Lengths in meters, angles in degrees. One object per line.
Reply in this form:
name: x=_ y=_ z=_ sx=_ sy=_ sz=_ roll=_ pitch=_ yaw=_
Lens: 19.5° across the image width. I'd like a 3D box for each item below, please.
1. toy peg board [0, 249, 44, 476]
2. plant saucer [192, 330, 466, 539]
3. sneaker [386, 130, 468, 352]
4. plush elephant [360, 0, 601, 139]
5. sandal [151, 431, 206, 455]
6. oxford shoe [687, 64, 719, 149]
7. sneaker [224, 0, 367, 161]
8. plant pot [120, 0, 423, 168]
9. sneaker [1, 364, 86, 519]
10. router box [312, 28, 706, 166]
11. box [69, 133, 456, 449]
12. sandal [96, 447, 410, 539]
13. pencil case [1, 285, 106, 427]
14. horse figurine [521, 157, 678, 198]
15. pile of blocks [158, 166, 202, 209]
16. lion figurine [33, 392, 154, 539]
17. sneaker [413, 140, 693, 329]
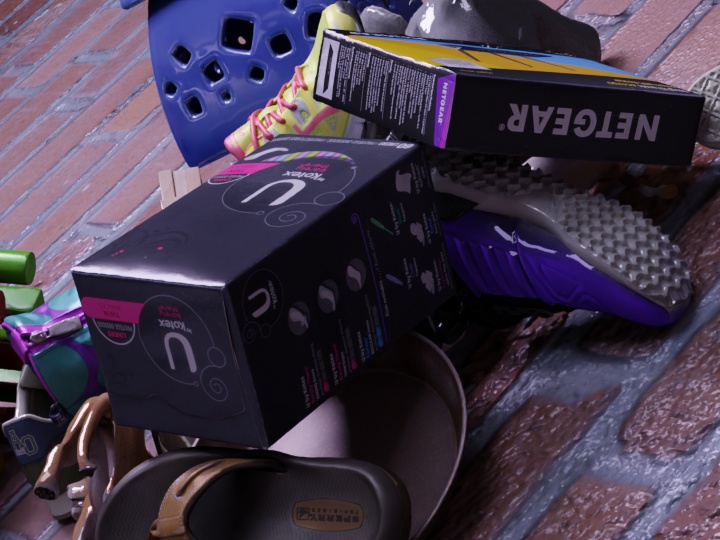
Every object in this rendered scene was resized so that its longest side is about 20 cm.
toy peg board: x=-0.299 y=0.085 z=1.556 sx=0.098 sy=0.200 sz=0.199 roll=4 pitch=44 yaw=9
plant saucer: x=-0.019 y=0.122 z=1.240 sx=0.200 sy=0.034 sz=0.201 roll=-20 pitch=46 yaw=22
sneaker: x=0.034 y=-0.020 z=1.388 sx=0.079 sy=0.074 sz=0.201 roll=126 pitch=158 yaw=-53
plush elephant: x=0.058 y=-0.138 z=1.540 sx=0.155 sy=0.200 sz=0.165 roll=-41 pitch=24 yaw=35
sandal: x=-0.105 y=0.117 z=1.387 sx=0.054 sy=0.082 sz=0.200 roll=-15 pitch=14 yaw=-10
oxford shoe: x=0.300 y=-0.126 z=1.314 sx=0.200 sy=0.075 sz=0.058 roll=-21 pitch=-18 yaw=24
sneaker: x=-0.047 y=-0.096 z=1.467 sx=0.078 sy=0.090 sz=0.200 roll=-104 pitch=27 yaw=-65
plant pot: x=-0.077 y=-0.223 z=1.775 sx=0.200 sy=0.180 sz=0.200 roll=-24 pitch=9 yaw=23
sneaker: x=-0.205 y=0.085 z=1.528 sx=0.067 sy=0.090 sz=0.200 roll=-24 pitch=26 yaw=25
router box: x=0.093 y=-0.109 z=1.318 sx=0.200 sy=0.051 sz=0.149 roll=1 pitch=15 yaw=-35
box: x=-0.052 y=0.006 z=1.228 sx=0.122 sy=0.106 sz=0.200 roll=5 pitch=29 yaw=37
sandal: x=-0.069 y=0.141 z=1.164 sx=0.200 sy=0.082 sz=0.055 roll=-2 pitch=-2 yaw=29
pencil case: x=-0.142 y=0.020 z=1.432 sx=0.200 sy=0.085 sz=0.092 roll=-32 pitch=-21 yaw=0
horse figurine: x=0.139 y=-0.052 z=1.394 sx=0.200 sy=0.050 sz=0.132 roll=-40 pitch=30 yaw=-17
pile of blocks: x=-0.121 y=-0.024 z=1.653 sx=0.062 sy=0.082 sz=0.200 roll=-11 pitch=20 yaw=-2
lion figurine: x=-0.156 y=0.130 z=1.321 sx=0.200 sy=0.072 sz=0.123 roll=104 pitch=-179 yaw=-54
sneaker: x=0.109 y=-0.001 z=1.287 sx=0.200 sy=0.100 sz=0.070 roll=29 pitch=33 yaw=25
